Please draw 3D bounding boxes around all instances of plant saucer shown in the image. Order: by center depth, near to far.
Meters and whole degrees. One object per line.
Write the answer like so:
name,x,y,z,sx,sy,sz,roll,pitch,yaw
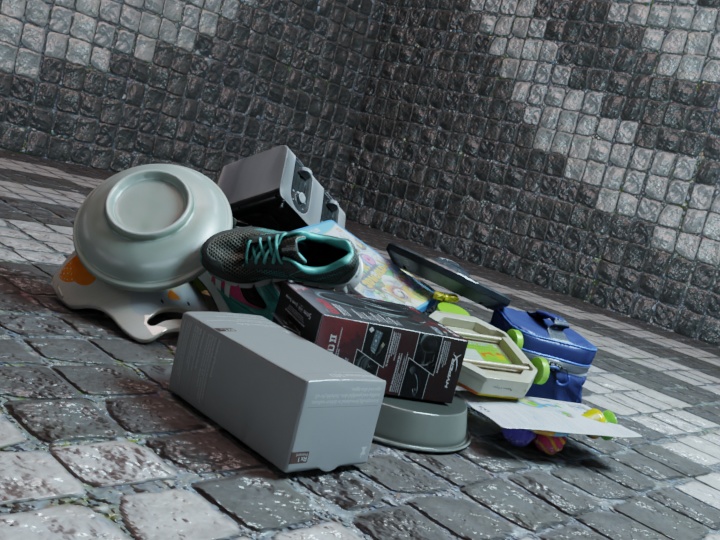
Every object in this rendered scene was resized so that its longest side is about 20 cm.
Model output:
plant saucer,-0.257,-0.069,0.975,0.196,0.203,0.051,16,-36,8

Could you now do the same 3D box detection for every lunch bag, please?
lunch bag,0.247,0.123,1.128,0.133,0.135,0.200,14,7,-5

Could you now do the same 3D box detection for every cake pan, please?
cake pan,0.034,0.146,0.895,0.196,0.038,0.200,15,7,-2

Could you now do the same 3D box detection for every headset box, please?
headset box,-0.004,0.077,0.885,0.196,0.079,0.149,13,7,-24

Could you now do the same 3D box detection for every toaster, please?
toaster,-0.141,-0.087,1.297,0.197,0.121,0.181,-14,-42,31

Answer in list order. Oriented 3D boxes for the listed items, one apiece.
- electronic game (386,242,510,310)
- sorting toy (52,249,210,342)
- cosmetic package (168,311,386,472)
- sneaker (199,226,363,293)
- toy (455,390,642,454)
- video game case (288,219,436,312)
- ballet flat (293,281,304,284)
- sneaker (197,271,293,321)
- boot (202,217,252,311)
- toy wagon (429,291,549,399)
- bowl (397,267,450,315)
electronic game,0.128,0.006,1.162,0.197,0.042,0.200,24,2,-1
sorting toy,-0.256,0.035,1.005,0.198,0.108,0.180,8,30,-45
cosmetic package,-0.083,0.108,0.746,0.198,0.092,0.106,17,6,42
sneaker,-0.090,-0.022,0.927,0.195,0.079,0.091,3,-16,-6
toy,0.217,0.185,0.935,0.196,0.048,0.115,5,9,-23
video game case,0.000,0.000,1.078,0.198,0.018,0.143,35,25,17
ballet flat,-0.066,0.023,1.097,0.067,0.075,0.202,34,45,-10
sneaker,-0.154,-0.016,1.019,0.202,0.120,0.084,54,19,2
boot,-0.180,-0.014,1.249,0.076,0.141,0.200,15,6,8
toy wagon,0.141,0.091,1.003,0.152,0.040,0.201,11,22,-24
bowl,0.037,0.078,1.102,0.197,0.095,0.202,23,23,-10
